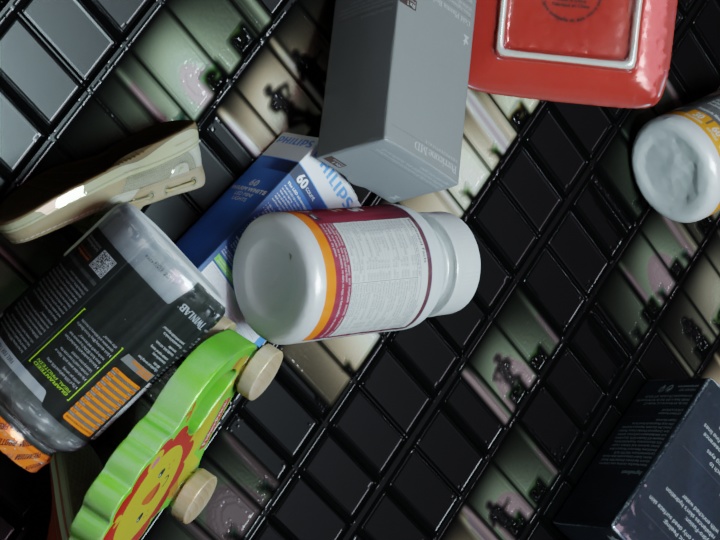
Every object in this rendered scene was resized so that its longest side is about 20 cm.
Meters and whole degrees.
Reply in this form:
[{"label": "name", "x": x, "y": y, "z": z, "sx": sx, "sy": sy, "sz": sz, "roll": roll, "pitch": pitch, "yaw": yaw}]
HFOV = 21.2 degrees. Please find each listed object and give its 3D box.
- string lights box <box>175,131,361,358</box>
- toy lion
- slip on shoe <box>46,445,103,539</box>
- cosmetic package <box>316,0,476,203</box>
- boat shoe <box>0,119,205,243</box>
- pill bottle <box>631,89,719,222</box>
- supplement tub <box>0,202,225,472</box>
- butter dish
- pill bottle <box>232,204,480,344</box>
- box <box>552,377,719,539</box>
[{"label": "string lights box", "x": -0.088, "y": -0.015, "z": 1.654, "sx": 0.200, "sy": 0.059, "sz": 0.103, "roll": -48, "pitch": 125, "yaw": -24}, {"label": "toy lion", "x": -0.157, "y": 0.144, "z": 1.520, "sx": 0.200, "sy": 0.069, "sz": 0.192, "roll": -61, "pitch": 168, "yaw": 15}, {"label": "slip on shoe", "x": -0.236, "y": 0.235, "z": 1.570, "sx": 0.074, "sy": 0.061, "sz": 0.201, "roll": -8, "pitch": 92, "yaw": -67}, {"label": "cosmetic package", "x": 0.033, "y": -0.172, "z": 1.677, "sx": 0.107, "sy": 0.090, "sz": 0.200, "roll": 26, "pitch": 58, "yaw": -43}, {"label": "boat shoe", "x": -0.203, "y": -0.058, "z": 1.541, "sx": 0.200, "sy": 0.072, "sz": 0.065, "roll": -31, "pitch": 116, "yaw": -39}, {"label": "pill bottle", "x": 0.386, "y": -0.132, "z": 2.007, "sx": 0.200, "sy": 0.116, "sz": 0.117, "roll": -24, "pitch": 113, "yaw": -36}, {"label": "supplement tub", "x": -0.213, "y": 0.054, "z": 1.492, "sx": 0.200, "sy": 0.123, "sz": 0.123, "roll": -43, "pitch": 126, "yaw": -1}, {"label": "butter dish", "x": 0.191, "y": -0.261, "z": 1.805, "sx": 0.199, "sy": 0.148, "sz": 0.200, "roll": 5, "pitch": 99, "yaw": 0}, {"label": "pill bottle", "x": 0.000, "y": 0.000, "z": 1.622, "sx": 0.200, "sy": 0.109, "sz": 0.110, "roll": -6, "pitch": 102, "yaw": -42}, {"label": "box", "x": 0.341, "y": 0.249, "z": 2.008, "sx": 0.197, "sy": 0.117, "sz": 0.200, "roll": 45, "pitch": 67, "yaw": -18}]
